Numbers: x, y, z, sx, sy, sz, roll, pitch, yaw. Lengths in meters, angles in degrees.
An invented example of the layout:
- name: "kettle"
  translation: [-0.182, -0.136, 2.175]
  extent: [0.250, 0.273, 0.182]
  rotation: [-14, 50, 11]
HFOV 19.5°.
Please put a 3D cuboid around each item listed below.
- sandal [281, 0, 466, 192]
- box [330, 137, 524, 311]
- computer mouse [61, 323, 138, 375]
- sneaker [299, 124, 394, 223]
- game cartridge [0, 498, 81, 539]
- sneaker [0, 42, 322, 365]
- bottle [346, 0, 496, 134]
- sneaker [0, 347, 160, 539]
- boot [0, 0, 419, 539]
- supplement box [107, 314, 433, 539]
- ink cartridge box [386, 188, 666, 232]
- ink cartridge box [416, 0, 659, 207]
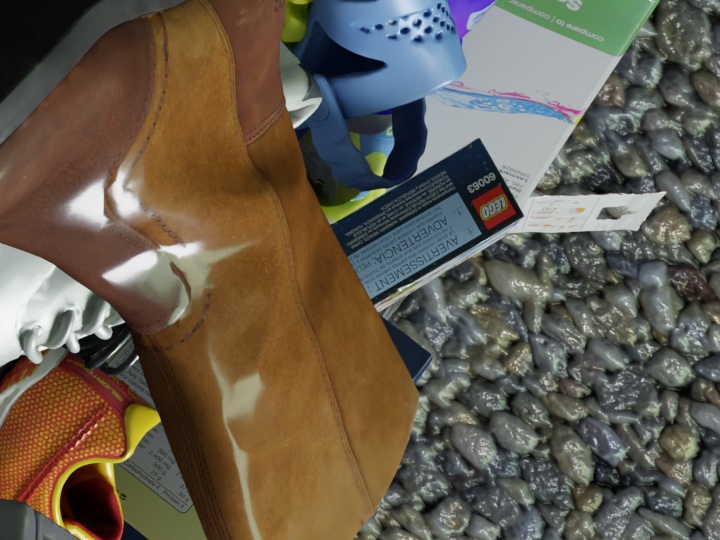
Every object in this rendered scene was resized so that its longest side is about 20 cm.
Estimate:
- name: "sandal"
  translation: [0.009, -0.102, 0.819]
  extent: [0.079, 0.087, 0.200]
  rotation: [-46, 171, -38]
- name: "box"
  translation: [0.000, 0.000, 0.909]
  extent: [0.136, 0.038, 0.200]
  rotation: [-31, 178, 1]
- name: "computer mouse"
  translation: [-0.077, -0.003, 0.939]
  extent: [0.110, 0.044, 0.200]
  rotation: [-49, 177, 0]
- name: "sneaker"
  translation: [-0.004, -0.059, 1.069]
  extent: [0.105, 0.076, 0.200]
  rotation: [-52, 175, -15]
- name: "game cartridge"
  translation: [-0.132, 0.072, 0.502]
  extent: [0.200, 0.129, 0.039]
  rotation: [100, -9, -79]
- name: "sneaker"
  translation: [-0.087, -0.008, 0.649]
  extent: [0.200, 0.071, 0.073]
  rotation: [-52, 175, -16]
- name: "bottle"
  translation: [0.039, -0.145, 0.903]
  extent: [0.200, 0.065, 0.084]
  rotation: [-56, 176, 33]
- name: "sneaker"
  translation: [-0.151, 0.115, 0.922]
  extent: [0.073, 0.077, 0.200]
  rotation: [-50, 177, -47]
- name: "boot"
  translation: [-0.059, 0.015, 0.520]
  extent: [0.188, 0.068, 0.201]
  rotation: [-62, 143, -48]
- name: "supplement box"
  translation: [-0.093, 0.111, 1.095]
  extent: [0.200, 0.134, 0.200]
  rotation: [-49, 174, -33]
- name: "ink cartridge box"
  translation: [0.070, -0.051, 1.234]
  extent: [0.161, 0.199, 0.050]
  rotation: [73, 14, -84]
- name: "ink cartridge box"
  translation: [0.090, -0.143, 1.081]
  extent: [0.200, 0.084, 0.145]
  rotation: [120, -10, -54]
